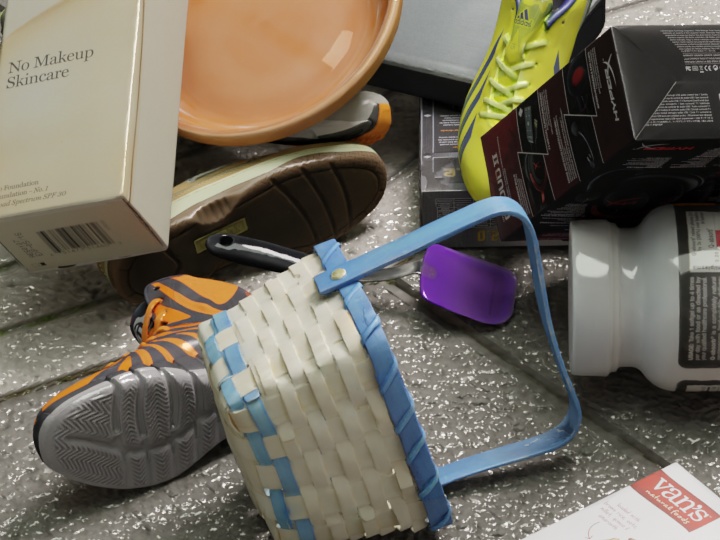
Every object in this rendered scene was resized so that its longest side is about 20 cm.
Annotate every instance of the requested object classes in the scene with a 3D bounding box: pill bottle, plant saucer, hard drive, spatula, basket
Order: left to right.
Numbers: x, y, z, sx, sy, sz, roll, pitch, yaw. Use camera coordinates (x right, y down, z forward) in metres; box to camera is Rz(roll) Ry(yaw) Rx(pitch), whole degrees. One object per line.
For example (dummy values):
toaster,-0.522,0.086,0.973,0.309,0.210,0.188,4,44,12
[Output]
plant saucer,-0.064,-0.166,1.811,0.200,0.037,0.200,-8,61,15
spatula,0.000,0.000,1.740,0.200,0.021,0.057,8,43,2
basket,0.018,0.059,1.552,0.200,0.176,0.139,-17,34,-2
hard drive,0.051,-0.168,1.899,0.200,0.033,0.140,15,40,23
pill bottle,0.226,0.016,1.651,0.200,0.116,0.116,0,36,2

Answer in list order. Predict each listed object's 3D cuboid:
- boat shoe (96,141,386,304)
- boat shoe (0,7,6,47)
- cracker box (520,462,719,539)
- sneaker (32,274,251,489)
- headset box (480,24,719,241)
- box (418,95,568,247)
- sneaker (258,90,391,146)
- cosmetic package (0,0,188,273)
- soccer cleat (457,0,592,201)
boat shoe,-0.083,-0.046,1.790,0.200,0.072,0.076,-18,33,-20
boat shoe,-0.197,-0.201,2.014,0.072,0.060,0.202,17,40,24
cracker box,0.134,0.193,1.461,0.200,0.058,0.134,-23,42,-27
sneaker,-0.125,0.064,1.649,0.200,0.078,0.112,-15,33,-34
headset box,0.175,-0.078,1.665,0.149,0.200,0.075,-3,73,-24
box,0.139,-0.080,1.842,0.200,0.048,0.158,-2,37,2
sneaker,-0.067,-0.132,1.846,0.200,0.092,0.076,8,2,31
cosmetic package,-0.174,-0.106,1.750,0.103,0.073,0.200,-10,59,18
soccer cleat,0.105,-0.135,1.765,0.065,0.084,0.200,14,69,9
